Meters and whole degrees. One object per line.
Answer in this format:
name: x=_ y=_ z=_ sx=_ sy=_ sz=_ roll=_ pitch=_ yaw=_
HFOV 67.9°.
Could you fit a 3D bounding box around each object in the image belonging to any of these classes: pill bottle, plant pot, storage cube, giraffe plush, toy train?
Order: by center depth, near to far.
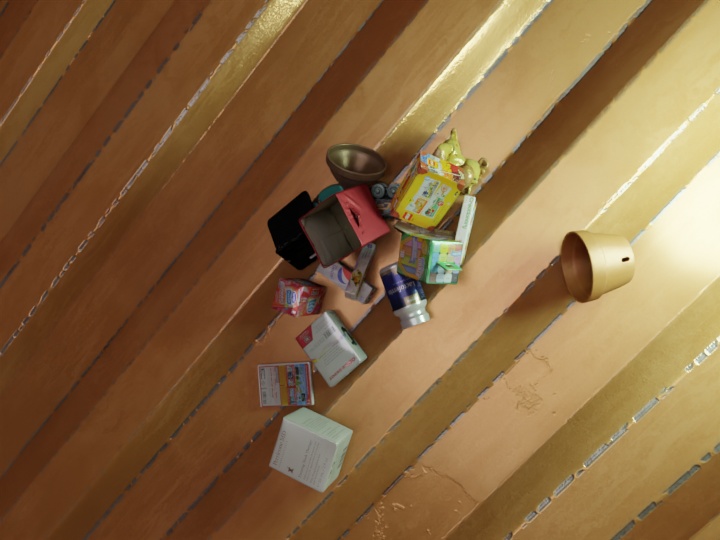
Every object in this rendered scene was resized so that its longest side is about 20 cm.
plant pot: x=0.670 y=-0.020 z=1.503 sx=0.137 sy=0.200 sz=0.205 roll=-9 pitch=86 yaw=-2
storage cube: x=-0.045 y=-0.138 z=1.630 sx=0.198 sy=0.179 sz=0.173 roll=-28 pitch=91 yaw=37
giraffe plush: x=0.293 y=-0.311 z=1.644 sx=0.161 sy=0.173 sz=0.201 roll=37 pitch=64 yaw=3
pill bottle: x=0.142 y=0.075 z=1.679 sx=0.114 sy=0.116 sz=0.204 roll=-22 pitch=83 yaw=14
toy train: x=0.111 y=-0.221 z=1.717 sx=0.195 sy=0.085 sz=0.117 roll=3 pitch=103 yaw=13
plant pot: x=-0.018 y=-0.320 z=1.719 sx=0.198 sy=0.201 sz=0.094 roll=26 pitch=129 yaw=14

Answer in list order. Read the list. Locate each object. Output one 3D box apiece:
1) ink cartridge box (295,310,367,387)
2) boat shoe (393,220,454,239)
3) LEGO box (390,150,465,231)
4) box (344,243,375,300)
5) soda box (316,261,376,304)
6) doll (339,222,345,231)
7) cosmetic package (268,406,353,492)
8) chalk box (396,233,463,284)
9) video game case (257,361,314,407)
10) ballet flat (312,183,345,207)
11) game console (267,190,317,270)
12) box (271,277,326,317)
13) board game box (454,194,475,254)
ink cartridge box: x=-0.094 y=0.256 z=1.757 sx=0.145 sy=0.083 sz=0.201 roll=-40 pitch=79 yaw=11
boat shoe: x=0.203 y=-0.126 z=1.693 sx=0.196 sy=0.074 sz=0.068 roll=20 pitch=91 yaw=5
LEGO box: x=0.195 y=-0.229 z=1.579 sx=0.146 sy=0.078 sz=0.201 roll=19 pitch=135 yaw=-15
box: x=0.000 y=0.000 z=1.704 sx=0.038 sy=0.042 sz=0.203 roll=17 pitch=58 yaw=9
soda box: x=-0.046 y=0.029 z=1.758 sx=0.198 sy=0.068 sz=0.064 roll=36 pitch=98 yaw=14
doll: x=-0.062 y=-0.143 z=1.776 sx=0.196 sy=0.048 sz=0.139 roll=-18 pitch=83 yaw=14
cosmetic package: x=-0.157 y=0.572 z=1.725 sx=0.196 sy=0.166 sz=0.171 roll=19 pitch=94 yaw=16
chalk box: x=0.212 y=-0.033 z=1.548 sx=0.199 sy=0.122 sz=0.127 roll=20 pitch=104 yaw=58
video game case: x=-0.257 y=0.391 z=1.834 sx=0.195 sy=0.017 sz=0.147 roll=-6 pitch=87 yaw=16
ballet flat: x=-0.124 y=-0.224 z=1.784 sx=0.198 sy=0.065 sz=0.071 roll=-32 pitch=88 yaw=20
game console: x=-0.192 y=-0.129 z=1.783 sx=0.198 sy=0.175 sz=0.118 roll=-33 pitch=36 yaw=27
box: x=-0.195 y=0.086 z=1.730 sx=0.094 sy=0.200 sz=0.102 roll=18 pitch=93 yaw=17
board game box: x=0.315 y=-0.118 z=1.628 sx=0.034 sy=0.126 sz=0.205 roll=13 pitch=93 yaw=15
